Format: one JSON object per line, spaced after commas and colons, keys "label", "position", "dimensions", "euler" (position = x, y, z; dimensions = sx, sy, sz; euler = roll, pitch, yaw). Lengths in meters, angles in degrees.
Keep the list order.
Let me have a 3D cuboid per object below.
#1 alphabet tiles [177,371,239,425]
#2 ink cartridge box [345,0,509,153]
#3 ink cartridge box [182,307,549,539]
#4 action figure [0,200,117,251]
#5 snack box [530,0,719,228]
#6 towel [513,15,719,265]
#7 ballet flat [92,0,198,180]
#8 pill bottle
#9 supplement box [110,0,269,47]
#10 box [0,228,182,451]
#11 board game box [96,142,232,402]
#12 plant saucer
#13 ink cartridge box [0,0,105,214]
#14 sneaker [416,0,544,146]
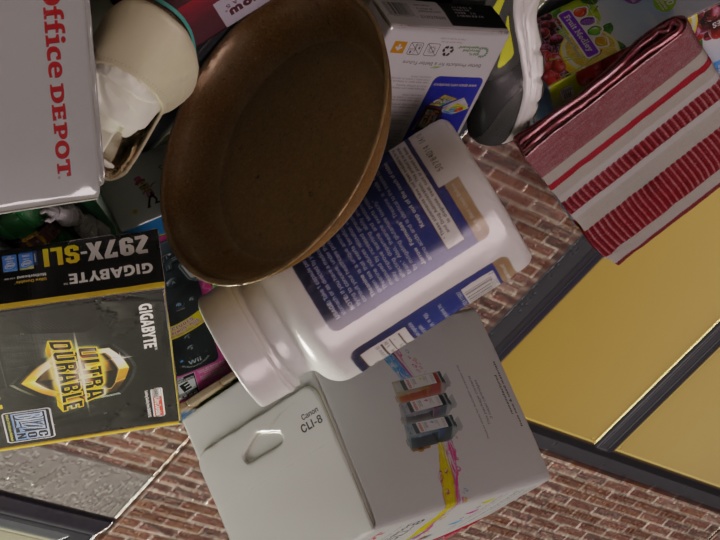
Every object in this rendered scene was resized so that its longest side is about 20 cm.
{"label": "alphabet tiles", "position": [-0.036, 0.071, 1.710], "dimensions": [0.167, 0.008, 0.200], "euler": [-33, 164, 27]}
{"label": "ink cartridge box", "position": [0.016, -0.088, 1.516], "dimensions": [0.094, 0.037, 0.201], "euler": [-1, 131, -33]}
{"label": "ink cartridge box", "position": [0.004, 0.130, 1.676], "dimensions": [0.199, 0.145, 0.145], "euler": [-8, 160, -47]}
{"label": "action figure", "position": [-0.220, -0.040, 1.467], "dimensions": [0.118, 0.055, 0.200], "euler": [-25, 136, 25]}
{"label": "snack box", "position": [0.219, -0.141, 1.664], "dimensions": [0.199, 0.068, 0.169], "euler": [-25, 143, -6]}
{"label": "towel", "position": [0.199, -0.088, 1.638], "dimensions": [0.144, 0.023, 0.200], "euler": [-37, 147, 6]}
{"label": "ballet flat", "position": [-0.143, -0.102, 1.400], "dimensions": [0.069, 0.070, 0.200], "euler": [-17, 169, -16]}
{"label": "pill bottle", "position": [0.000, 0.000, 1.486], "dimensions": [0.199, 0.111, 0.111], "euler": [-32, 142, 3]}
{"label": "supplement box", "position": [-0.122, -0.219, 1.357], "dimensions": [0.108, 0.061, 0.200], "euler": [-32, 144, 1]}
{"label": "box", "position": [-0.201, 0.050, 1.514], "dimensions": [0.158, 0.050, 0.200], "euler": [-6, 151, -5]}
{"label": "board game box", "position": [-0.093, -0.011, 1.606], "dimensions": [0.147, 0.064, 0.201], "euler": [-23, 141, -10]}
{"label": "plant saucer", "position": [-0.045, -0.080, 1.445], "dimensions": [0.035, 0.201, 0.200], "euler": [27, 116, -40]}
{"label": "ink cartridge box", "position": [-0.258, -0.103, 1.327], "dimensions": [0.199, 0.083, 0.147], "euler": [-9, 103, -26]}
{"label": "sneaker", "position": [0.074, -0.168, 1.546], "dimensions": [0.084, 0.075, 0.201], "euler": [-11, 130, -15]}
